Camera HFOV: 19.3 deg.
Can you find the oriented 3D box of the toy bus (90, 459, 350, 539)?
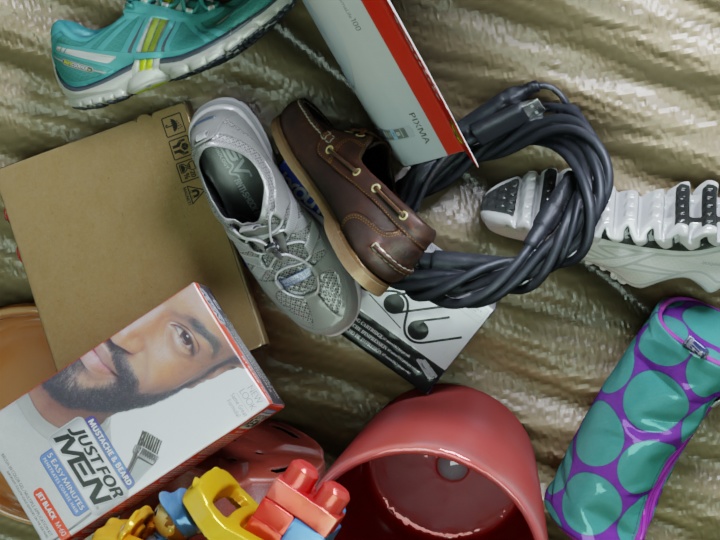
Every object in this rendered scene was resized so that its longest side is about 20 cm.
[{"bbox_3d":[-0.096,0.210,1.527,0.200,0.136,0.192,30,101,10],"label":"toy bus"}]

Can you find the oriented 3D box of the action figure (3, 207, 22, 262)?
[{"bbox_3d":[-0.213,0.020,1.674,0.200,0.065,0.052,49,151,6],"label":"action figure"}]

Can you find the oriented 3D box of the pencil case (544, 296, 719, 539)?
[{"bbox_3d":[0.223,0.122,1.637,0.092,0.085,0.200,39,117,22],"label":"pencil case"}]

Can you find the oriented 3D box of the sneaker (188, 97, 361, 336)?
[{"bbox_3d":[-0.073,-0.029,1.581,0.075,0.082,0.200,-31,102,18],"label":"sneaker"}]

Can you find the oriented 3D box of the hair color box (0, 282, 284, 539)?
[{"bbox_3d":[-0.172,0.109,1.580,0.200,0.064,0.111,-34,82,4],"label":"hair color box"}]

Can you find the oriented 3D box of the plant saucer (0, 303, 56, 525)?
[{"bbox_3d":[-0.257,0.116,1.746,0.200,0.037,0.200,3,112,8],"label":"plant saucer"}]

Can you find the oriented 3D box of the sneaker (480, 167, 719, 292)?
[{"bbox_3d":[0.188,-0.025,1.594,0.200,0.075,0.081,7,132,13],"label":"sneaker"}]

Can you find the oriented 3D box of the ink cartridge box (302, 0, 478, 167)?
[{"bbox_3d":[0.014,-0.146,1.503,0.047,0.200,0.160,-30,105,0],"label":"ink cartridge box"}]

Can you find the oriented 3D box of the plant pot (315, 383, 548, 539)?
[{"bbox_3d":[0.058,0.187,1.642,0.200,0.177,0.201,4,113,9],"label":"plant pot"}]

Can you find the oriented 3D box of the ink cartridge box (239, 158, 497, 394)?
[{"bbox_3d":[0.000,0.000,1.649,0.200,0.044,0.094,36,112,-5],"label":"ink cartridge box"}]

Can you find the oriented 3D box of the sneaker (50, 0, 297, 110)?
[{"bbox_3d":[-0.144,-0.181,1.587,0.200,0.078,0.080,-17,99,16],"label":"sneaker"}]

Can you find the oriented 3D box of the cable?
[{"bbox_3d":[0.093,-0.042,1.559,0.200,0.163,0.051,-33,142,10],"label":"cable"}]

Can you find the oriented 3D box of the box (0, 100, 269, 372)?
[{"bbox_3d":[-0.178,-0.010,1.630,0.163,0.021,0.200,-19,85,7],"label":"box"}]

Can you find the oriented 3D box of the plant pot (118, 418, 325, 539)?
[{"bbox_3d":[-0.116,0.225,1.691,0.201,0.201,0.195,11,105,5],"label":"plant pot"}]

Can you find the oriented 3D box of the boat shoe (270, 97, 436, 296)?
[{"bbox_3d":[-0.002,-0.067,1.558,0.070,0.200,0.070,-46,137,16],"label":"boat shoe"}]
